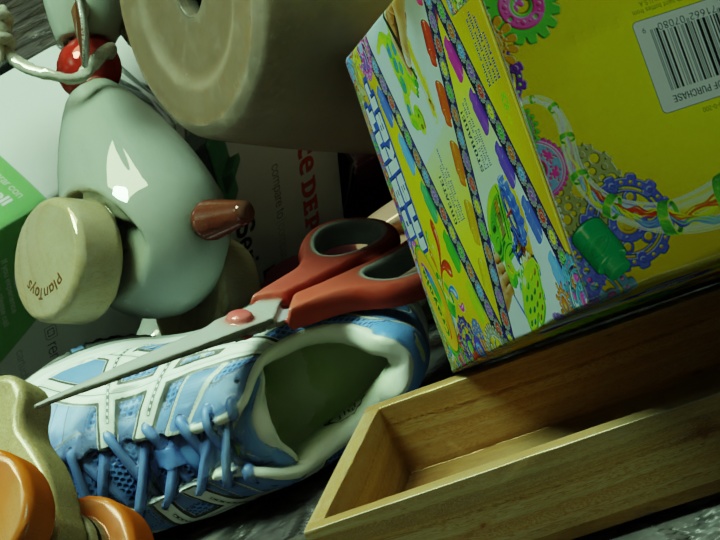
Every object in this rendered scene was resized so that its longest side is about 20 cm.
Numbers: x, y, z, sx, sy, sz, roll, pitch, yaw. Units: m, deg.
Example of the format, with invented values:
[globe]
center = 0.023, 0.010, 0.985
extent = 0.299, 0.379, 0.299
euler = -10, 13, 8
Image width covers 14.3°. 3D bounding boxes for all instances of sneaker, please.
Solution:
[sneaker]
center = -0.065, 0.056, 1.082
extent = 0.200, 0.076, 0.077
euler = -27, 12, -4

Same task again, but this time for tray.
[tray]
center = 0.087, 0.049, 0.943
extent = 0.200, 0.037, 0.099
euler = -21, 16, 20

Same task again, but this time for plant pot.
[plant pot]
center = 0.008, -0.121, 1.092
extent = 0.174, 0.201, 0.200
euler = -11, 6, -31

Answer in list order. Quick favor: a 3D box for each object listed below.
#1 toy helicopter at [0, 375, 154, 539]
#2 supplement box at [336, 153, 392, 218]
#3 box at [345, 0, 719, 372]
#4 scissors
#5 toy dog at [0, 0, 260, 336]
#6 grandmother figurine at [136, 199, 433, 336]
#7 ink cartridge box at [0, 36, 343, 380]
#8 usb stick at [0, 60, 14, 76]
[toy helicopter]
center = -0.172, 0.075, 1.057
extent = 0.132, 0.079, 0.200
euler = -40, 55, 13
[supplement box]
center = -0.025, -0.132, 1.359
extent = 0.086, 0.200, 0.110
euler = -30, -12, -13
[box]
center = 0.120, -0.063, 0.938
extent = 0.200, 0.122, 0.193
euler = -18, -4, -12
[scissors]
center = -0.030, 0.016, 1.051
extent = 0.073, 0.014, 0.200
euler = 12, 26, 33
[toy dog]
center = -0.086, -0.063, 1.136
extent = 0.096, 0.200, 0.132
euler = -30, -9, 41
[grandmother figurine]
center = 0.000, 0.000, 1.206
extent = 0.200, 0.061, 0.121
euler = -24, 6, -5
[ink cartridge box]
center = -0.107, -0.026, 1.266
extent = 0.200, 0.146, 0.084
euler = -33, 51, -24
[usb stick]
center = -0.173, -0.014, 1.305
extent = 0.055, 0.200, 0.033
euler = -32, 51, -34
